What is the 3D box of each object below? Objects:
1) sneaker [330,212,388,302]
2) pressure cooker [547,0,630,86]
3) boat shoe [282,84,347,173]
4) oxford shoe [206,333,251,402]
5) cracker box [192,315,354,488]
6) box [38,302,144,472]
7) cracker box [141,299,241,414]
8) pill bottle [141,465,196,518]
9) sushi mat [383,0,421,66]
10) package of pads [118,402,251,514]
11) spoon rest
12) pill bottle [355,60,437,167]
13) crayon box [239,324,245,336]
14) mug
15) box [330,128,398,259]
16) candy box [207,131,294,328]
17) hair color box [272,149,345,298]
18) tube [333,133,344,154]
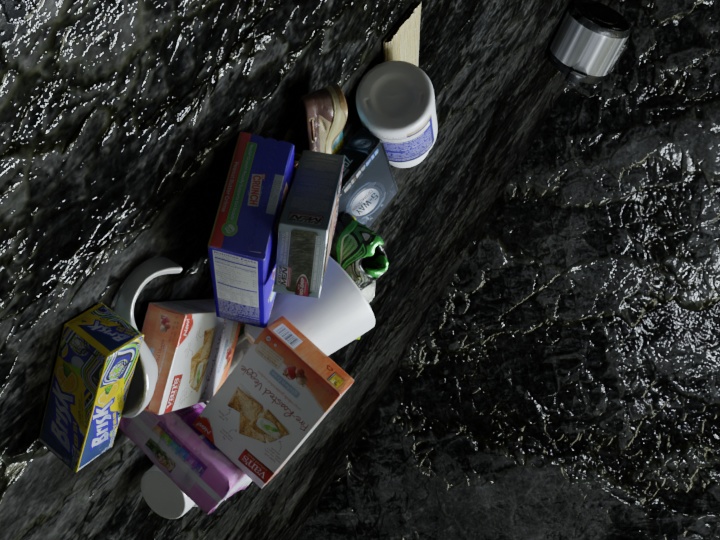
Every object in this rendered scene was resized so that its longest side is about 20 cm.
[{"bbox_3d":[0.000,0.000,1.479,0.078,0.085,0.200,-48,155,-21],"label":"sneaker"},{"bbox_3d":[0.586,-0.583,2.463,0.176,0.179,0.200,-12,140,-36],"label":"pressure cooker"},{"bbox_3d":[-0.077,-0.175,1.289,0.072,0.072,0.200,-14,158,-25],"label":"boat shoe"},{"bbox_3d":[-0.184,0.142,1.496,0.200,0.058,0.075,-36,154,1],"label":"oxford shoe"},{"bbox_3d":[-0.121,0.180,1.283,0.200,0.134,0.058,-52,173,25],"label":"cracker box"},{"bbox_3d":[-0.320,0.141,1.113,0.064,0.070,0.200,-36,155,-51],"label":"box"},{"bbox_3d":[-0.234,0.112,1.284,0.200,0.058,0.134,0,106,-74],"label":"cracker box"},{"bbox_3d":[-0.269,0.323,1.584,0.200,0.120,0.120,-38,157,-56],"label":"pill bottle"},{"bbox_3d":[0.066,-0.337,1.506,0.096,0.012,0.200,-54,166,-16],"label":"sushi mat"},{"bbox_3d":[-0.242,0.245,1.348,0.076,0.200,0.120,-52,168,14],"label":"package of pads"},{"bbox_3d":[-0.273,0.081,1.139,0.061,0.099,0.200,5,105,-48],"label":"spoon rest"},{"bbox_3d":[0.062,-0.237,1.493,0.120,0.120,0.200,-55,166,-7],"label":"pill bottle"},{"bbox_3d":[-0.152,0.054,1.558,0.126,0.052,0.200,-49,166,-31],"label":"crayon box"},{"bbox_3d":[-0.084,0.076,1.376,0.153,0.149,0.187,-40,167,-15],"label":"mug"},{"bbox_3d":[-0.028,-0.098,1.464,0.200,0.044,0.160,-52,156,-14],"label":"box"},{"bbox_3d":[-0.135,-0.046,1.202,0.200,0.077,0.169,102,1,-62],"label":"candy box"},{"bbox_3d":[-0.063,-0.063,1.188,0.200,0.061,0.099,-80,178,-57],"label":"hair color box"},{"bbox_3d":[-0.047,-0.162,1.457,0.200,0.050,0.078,84,30,-62],"label":"tube"}]
